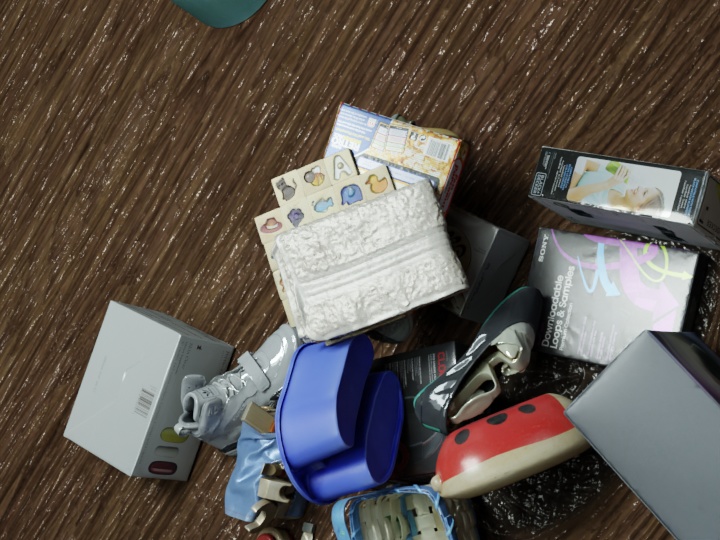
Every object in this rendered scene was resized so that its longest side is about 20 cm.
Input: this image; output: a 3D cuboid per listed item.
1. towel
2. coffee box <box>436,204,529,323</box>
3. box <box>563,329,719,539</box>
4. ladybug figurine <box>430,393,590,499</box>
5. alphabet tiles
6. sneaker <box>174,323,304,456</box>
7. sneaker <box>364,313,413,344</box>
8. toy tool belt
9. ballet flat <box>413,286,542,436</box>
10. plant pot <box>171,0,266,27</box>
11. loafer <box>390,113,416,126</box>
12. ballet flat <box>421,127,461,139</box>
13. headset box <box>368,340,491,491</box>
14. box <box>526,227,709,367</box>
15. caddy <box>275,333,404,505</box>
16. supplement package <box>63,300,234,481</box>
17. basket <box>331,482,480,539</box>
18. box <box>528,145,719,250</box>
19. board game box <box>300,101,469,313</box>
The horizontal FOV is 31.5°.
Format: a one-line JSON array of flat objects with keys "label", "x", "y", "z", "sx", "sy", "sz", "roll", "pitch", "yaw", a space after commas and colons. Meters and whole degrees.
[{"label": "towel", "x": 0.006, "y": -0.008, "z": 1.389, "sx": 0.199, "sy": 0.034, "sz": 0.133, "roll": -21, "pitch": 82, "yaw": 15}, {"label": "coffee box", "x": 0.089, "y": -0.029, "z": 1.545, "sx": 0.199, "sy": 0.080, "sz": 0.114, "roll": 29, "pitch": 98, "yaw": 37}, {"label": "box", "x": 0.329, "y": 0.167, "z": 1.231, "sx": 0.123, "sy": 0.198, "sz": 0.200, "roll": -48, "pitch": 68, "yaw": 17}, {"label": "ladybug figurine", "x": 0.162, "y": 0.187, "z": 1.378, "sx": 0.072, "sy": 0.199, "sz": 0.136, "roll": 69, "pitch": 158, "yaw": 6}, {"label": "alphabet tiles", "x": -0.025, "y": -0.026, "z": 1.421, "sx": 0.166, "sy": 0.006, "sz": 0.201, "roll": -22, "pitch": 81, "yaw": 15}, {"label": "sneaker", "x": -0.158, "y": 0.149, "z": 1.658, "sx": 0.201, "sy": 0.115, "sz": 0.075, "roll": -57, "pitch": 47, "yaw": 12}, {"label": "sneaker", "x": 0.000, "y": 0.000, "z": 1.511, "sx": 0.074, "sy": 0.087, "sz": 0.200, "roll": -41, "pitch": 76, "yaw": 19}, {"label": "toy tool belt", "x": -0.124, "y": 0.269, "z": 1.604, "sx": 0.124, "sy": 0.123, "sz": 0.202, "roll": 6, "pitch": 83, "yaw": 37}, {"label": "ballet flat", "x": 0.145, "y": 0.106, "z": 1.415, "sx": 0.200, "sy": 0.073, "sz": 0.073, "roll": -46, "pitch": 55, "yaw": -4}, {"label": "plant pot", "x": -0.233, "y": -0.471, "z": 1.832, "sx": 0.200, "sy": 0.161, "sz": 0.202, "roll": -9, "pitch": 74, "yaw": 35}, {"label": "loafer", "x": 0.066, "y": -0.085, "z": 1.489, "sx": 0.069, "sy": 0.075, "sz": 0.202, "roll": -7, "pitch": 84, "yaw": 13}, {"label": "ballet flat", "x": 0.038, "y": -0.146, "z": 1.621, "sx": 0.199, "sy": 0.069, "sz": 0.063, "roll": -25, "pitch": 52, "yaw": 28}, {"label": "headset box", "x": 0.070, "y": 0.174, "z": 1.514, "sx": 0.199, "sy": 0.075, "sz": 0.150, "roll": -14, "pitch": 71, "yaw": 33}, {"label": "box", "x": 0.275, "y": 0.036, "z": 1.423, "sx": 0.199, "sy": 0.036, "sz": 0.144, "roll": 10, "pitch": 86, "yaw": 38}, {"label": "caddy", "x": -0.030, "y": 0.166, "z": 1.435, "sx": 0.104, "sy": 0.142, "sz": 0.201, "roll": -17, "pitch": 35, "yaw": 27}, {"label": "supplement package", "x": -0.291, "y": 0.166, "z": 1.757, "sx": 0.155, "sy": 0.111, "sz": 0.201, "roll": 21, "pitch": 93, "yaw": 38}, {"label": "basket", "x": 0.051, "y": 0.322, "z": 1.406, "sx": 0.138, "sy": 0.200, "sz": 0.178, "roll": -17, "pitch": 84, "yaw": 30}, {"label": "box", "x": 0.298, "y": -0.078, "z": 1.383, "sx": 0.199, "sy": 0.116, "sz": 0.061, "roll": 14, "pitch": 85, "yaw": 39}, {"label": "board game box", "x": 0.018, "y": -0.071, "z": 1.438, "sx": 0.151, "sy": 0.046, "sz": 0.201, "roll": 20, "pitch": 92, "yaw": 18}]
